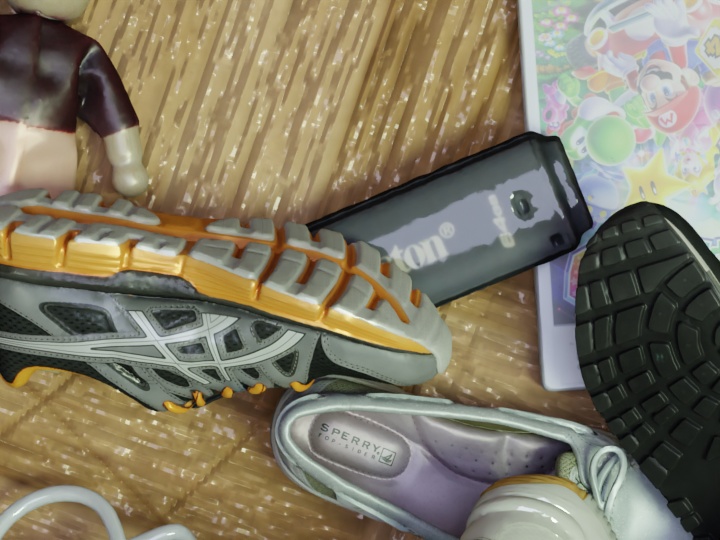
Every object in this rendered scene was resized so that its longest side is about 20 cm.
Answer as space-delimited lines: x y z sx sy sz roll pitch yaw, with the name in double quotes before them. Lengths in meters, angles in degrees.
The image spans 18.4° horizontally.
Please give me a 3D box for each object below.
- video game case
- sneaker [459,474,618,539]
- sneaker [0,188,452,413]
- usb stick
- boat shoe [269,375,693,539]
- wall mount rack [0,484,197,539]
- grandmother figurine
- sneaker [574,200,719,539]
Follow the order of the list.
"video game case" 0.142 -0.053 0.958 0.142 0.018 0.202 -4 89 2
"sneaker" 0.088 0.183 0.885 0.075 0.088 0.201 -23 107 35
"sneaker" -0.061 0.022 0.908 0.198 0.078 0.078 11 108 7
"usb stick" 0.000 0.000 0.947 0.198 0.033 0.056 -23 84 8
"boat shoe" 0.059 0.092 0.933 0.200 0.065 0.075 20 90 -2
"wall mount rack" -0.129 0.192 0.910 0.172 0.075 0.201 -23 46 0
"grandmother figurine" -0.149 -0.063 0.955 0.120 0.060 0.202 14 86 -25
"sneaker" 0.156 0.056 0.919 0.075 0.088 0.201 -20 103 37
